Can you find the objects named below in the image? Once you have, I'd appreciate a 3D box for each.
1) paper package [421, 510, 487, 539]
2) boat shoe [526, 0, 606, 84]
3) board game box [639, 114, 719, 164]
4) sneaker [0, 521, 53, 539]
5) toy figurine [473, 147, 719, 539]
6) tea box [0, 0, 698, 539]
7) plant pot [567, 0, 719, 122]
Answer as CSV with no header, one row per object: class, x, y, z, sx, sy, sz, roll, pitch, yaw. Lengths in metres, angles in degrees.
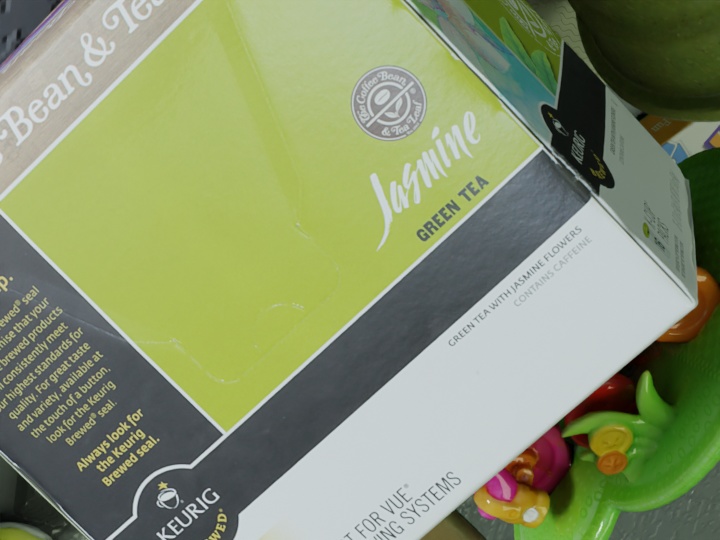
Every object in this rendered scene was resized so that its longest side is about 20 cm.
paper package,-0.017,0.182,1.079,0.191,0.103,0.200,-51,141,-5
boat shoe,0.042,-0.040,1.015,0.072,0.068,0.201,27,95,-9
board game box,0.152,-0.039,1.150,0.200,0.030,0.096,-39,140,-22
sneaker,-0.147,0.145,0.915,0.200,0.105,0.076,26,98,-51
toy figurine,0.037,0.016,0.928,0.183,0.150,0.201,19,118,-21
tea box,-0.028,-0.016,0.779,0.200,0.134,0.197,-41,101,18
plant pot,0.109,-0.188,0.875,0.184,0.200,0.201,37,89,-35
